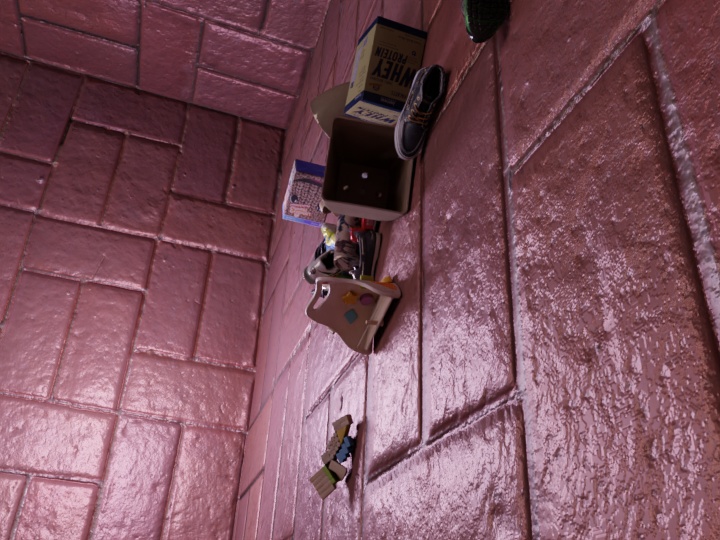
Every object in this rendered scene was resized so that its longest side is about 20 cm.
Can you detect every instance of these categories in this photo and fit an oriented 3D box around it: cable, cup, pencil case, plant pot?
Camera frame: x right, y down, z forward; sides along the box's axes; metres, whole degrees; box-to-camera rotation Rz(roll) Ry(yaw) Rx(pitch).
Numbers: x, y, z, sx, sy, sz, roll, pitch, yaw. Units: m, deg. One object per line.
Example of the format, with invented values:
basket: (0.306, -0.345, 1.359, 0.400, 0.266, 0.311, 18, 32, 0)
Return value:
cable: (-0.123, -0.014, 2.167, 0.163, 0.050, 0.206, -173, 95, -76)
cup: (-0.033, -0.476, 1.950, 0.143, 0.199, 0.203, -39, 33, 25)
pencil case: (-0.026, -0.088, 1.773, 0.077, 0.089, 0.204, -28, 42, 35)
plant pot: (0.014, -0.217, 1.550, 0.177, 0.194, 0.205, 109, 169, -76)

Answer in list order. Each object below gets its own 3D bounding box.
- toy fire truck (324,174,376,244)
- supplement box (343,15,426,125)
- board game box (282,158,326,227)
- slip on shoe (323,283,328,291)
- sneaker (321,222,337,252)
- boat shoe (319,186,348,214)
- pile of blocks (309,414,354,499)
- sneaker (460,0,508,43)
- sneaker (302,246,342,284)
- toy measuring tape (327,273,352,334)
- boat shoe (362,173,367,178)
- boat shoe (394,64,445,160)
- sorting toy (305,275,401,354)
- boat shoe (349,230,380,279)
toy fire truck: (-0.028, -0.171, 1.681, 0.049, 0.137, 0.206, -126, 39, -82)
supplement box: (0.058, -0.494, 1.661, 0.200, 0.131, 0.205, -172, 94, -76)
board game box: (-0.190, -0.283, 2.414, 0.098, 0.155, 0.203, -100, 25, -55)
slip on shoe: (-0.088, 0.027, 1.965, 0.200, 0.072, 0.063, -126, 52, -77)
sneaker: (-0.088, -0.081, 2.033, 0.200, 0.074, 0.108, -125, 48, -70)
boat shoe: (-0.050, -0.242, 1.833, 0.200, 0.065, 0.072, -47, -18, -10)
pile of blocks: (-0.047, 0.435, 1.543, 0.062, 0.081, 0.204, 12, -79, -62)
sneaker: (0.218, -0.471, 1.174, 0.086, 0.076, 0.204, 111, 173, -54)
sneaker: (-0.069, -0.025, 1.817, 0.088, 0.075, 0.199, -41, -4, 37)
toy measuring tape: (-0.065, 0.082, 1.807, 0.074, 0.072, 0.204, -123, 51, -70)
boat shoe: (0.017, -0.230, 1.777, 0.072, 0.071, 0.200, -58, 0, -26)
boat shoe: (0.125, -0.339, 1.403, 0.091, 0.069, 0.205, -142, 66, -78)
sorting toy: (-0.027, 0.073, 1.469, 0.108, 0.176, 0.202, -94, 22, -47)
boat shoe: (0.000, 0.000, 1.651, 0.073, 0.061, 0.205, -153, 74, -75)
